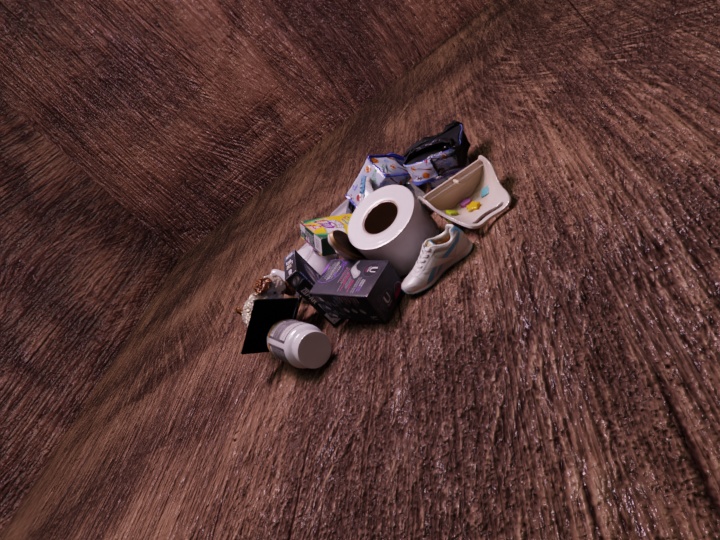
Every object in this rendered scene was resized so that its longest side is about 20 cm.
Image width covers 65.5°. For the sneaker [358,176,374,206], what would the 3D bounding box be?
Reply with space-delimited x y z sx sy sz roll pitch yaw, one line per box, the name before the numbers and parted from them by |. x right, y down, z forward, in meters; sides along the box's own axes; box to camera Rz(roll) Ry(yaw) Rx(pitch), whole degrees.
sneaker | 0.037 -0.194 1.635 0.087 0.075 0.200 0 54 2

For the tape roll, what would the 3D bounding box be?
tape roll | 0.086 -0.102 1.461 0.203 0.139 0.203 -23 47 26

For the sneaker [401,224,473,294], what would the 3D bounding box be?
sneaker | 0.168 -0.026 1.336 0.200 0.081 0.077 -43 24 7

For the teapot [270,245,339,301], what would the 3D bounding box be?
teapot | -0.167 -0.010 1.795 0.200 0.146 0.197 -47 23 -9

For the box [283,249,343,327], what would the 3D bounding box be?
box | -0.129 0.048 1.557 0.044 0.200 0.160 -40 22 9

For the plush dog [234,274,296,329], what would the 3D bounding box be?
plush dog | -0.284 0.091 1.690 0.172 0.160 0.200 -62 -23 10

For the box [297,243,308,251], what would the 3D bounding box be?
box | -0.174 -0.062 2.040 0.144 0.036 0.200 -43 24 5

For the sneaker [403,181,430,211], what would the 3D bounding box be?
sneaker | 0.140 -0.203 1.696 0.114 0.076 0.199 -35 28 4

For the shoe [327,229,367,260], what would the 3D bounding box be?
shoe | -0.034 -0.048 1.471 0.053 0.200 0.070 -30 61 19

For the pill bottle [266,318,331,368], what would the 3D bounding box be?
pill bottle | -0.161 0.193 1.470 0.116 0.116 0.200 -52 24 -17

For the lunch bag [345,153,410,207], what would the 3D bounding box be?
lunch bag | 0.075 -0.280 1.791 0.200 0.124 0.170 -15 -31 -45

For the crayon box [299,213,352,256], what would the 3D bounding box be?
crayon box | -0.068 -0.111 1.669 0.172 0.058 0.200 -12 24 -21

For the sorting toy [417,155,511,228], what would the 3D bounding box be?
sorting toy | 0.277 -0.169 1.390 0.200 0.107 0.180 -34 35 -3

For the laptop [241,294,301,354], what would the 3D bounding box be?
laptop | -0.242 0.127 1.600 0.200 0.116 0.187 -80 9 -63

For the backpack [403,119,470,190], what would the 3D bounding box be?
backpack | 0.227 -0.332 1.663 0.190 0.154 0.200 -12 27 24

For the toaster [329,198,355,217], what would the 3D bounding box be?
toaster | -0.039 -0.167 1.895 0.129 0.114 0.200 -34 26 28

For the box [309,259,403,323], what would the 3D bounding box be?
box | -0.006 0.050 1.418 0.200 0.106 0.122 2 49 43
